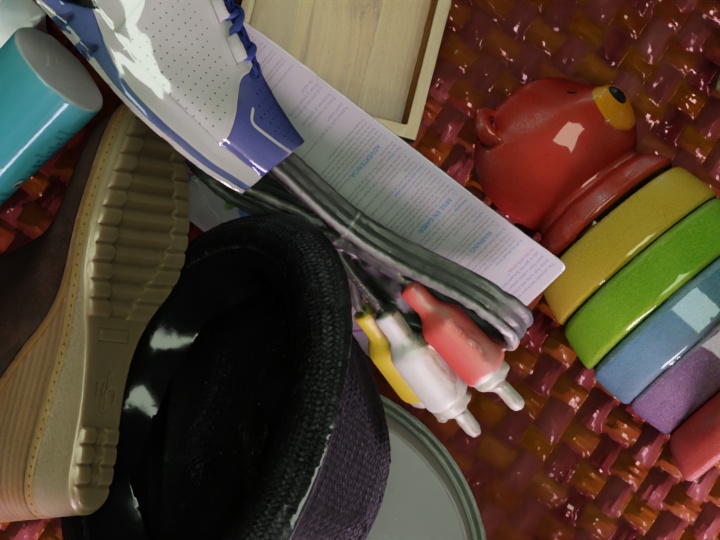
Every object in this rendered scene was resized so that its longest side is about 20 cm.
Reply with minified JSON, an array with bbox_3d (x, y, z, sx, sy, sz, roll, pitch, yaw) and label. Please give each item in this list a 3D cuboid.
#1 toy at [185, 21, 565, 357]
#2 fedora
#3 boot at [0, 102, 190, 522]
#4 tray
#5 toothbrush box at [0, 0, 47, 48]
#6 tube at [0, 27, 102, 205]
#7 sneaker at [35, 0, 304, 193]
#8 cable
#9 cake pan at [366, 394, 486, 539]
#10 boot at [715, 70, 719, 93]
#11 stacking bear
[{"bbox_3d":[-0.010,-0.039,1.087,0.200,0.115,0.047,35,40,-11],"label":"toy"},{"bbox_3d":[-0.047,0.079,1.022,0.092,0.201,0.201,30,84,-38],"label":"fedora"},{"bbox_3d":[-0.171,0.012,1.042,0.166,0.072,0.200,7,80,32],"label":"boot"},{"bbox_3d":[0.003,-0.171,1.115,0.099,0.037,0.200,15,87,-5],"label":"tray"},{"bbox_3d":[-0.265,-0.096,1.059,0.200,0.085,0.146,-45,94,-7],"label":"toothbrush box"},{"bbox_3d":[-0.200,-0.024,1.031,0.050,0.077,0.200,40,109,-18],"label":"tube"},{"bbox_3d":[-0.080,-0.134,0.961,0.115,0.081,0.199,-43,102,3],"label":"sneaker"},{"bbox_3d":[0.000,0.000,1.040,0.200,0.097,0.050,40,62,-18],"label":"cable"},{"bbox_3d":[-0.034,0.149,1.096,0.200,0.037,0.200,0,88,-6],"label":"cake pan"},{"bbox_3d":[0.189,-0.161,1.112,0.200,0.073,0.151,4,100,10],"label":"boot"},{"bbox_3d":[0.135,-0.009,1.088,0.200,0.121,0.114,51,125,9],"label":"stacking bear"}]
